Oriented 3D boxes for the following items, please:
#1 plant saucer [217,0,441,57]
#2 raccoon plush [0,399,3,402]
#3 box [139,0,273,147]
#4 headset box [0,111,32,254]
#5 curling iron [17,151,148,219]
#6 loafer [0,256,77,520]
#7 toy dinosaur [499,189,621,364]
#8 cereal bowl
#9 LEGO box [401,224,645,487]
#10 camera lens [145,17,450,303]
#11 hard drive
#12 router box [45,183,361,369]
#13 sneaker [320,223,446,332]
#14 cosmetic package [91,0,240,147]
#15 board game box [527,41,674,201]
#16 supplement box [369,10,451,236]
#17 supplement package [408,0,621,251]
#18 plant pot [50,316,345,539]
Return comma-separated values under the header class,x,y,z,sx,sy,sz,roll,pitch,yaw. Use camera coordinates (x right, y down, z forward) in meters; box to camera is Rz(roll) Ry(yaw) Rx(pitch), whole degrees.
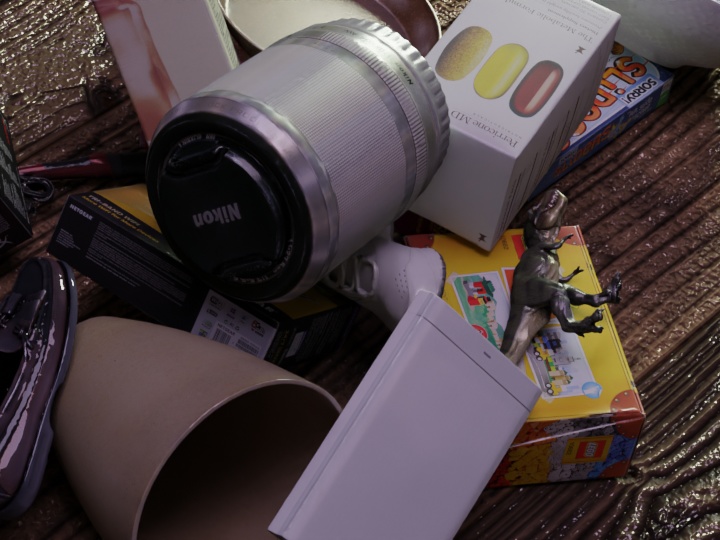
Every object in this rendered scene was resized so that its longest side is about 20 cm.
class,x,y,z,sx,sy,sz,roll,pitch,yaw
plant saucer,-0.032,-0.208,1.803,0.200,0.035,0.201,14,41,-12
raccoon plush,-0.301,0.073,1.615,0.097,0.134,0.200,-31,17,16
box,-0.127,-0.194,1.856,0.102,0.095,0.200,8,40,-1
headset box,-0.343,-0.117,1.678,0.077,0.200,0.149,-28,47,7
curling iron,-0.209,-0.077,1.797,0.199,0.026,0.050,-11,65,-22
loafer,-0.247,0.073,1.528,0.063,0.072,0.201,25,57,-32
toy dinosaur,0.147,0.022,1.648,0.088,0.048,0.200,8,46,18
cereal bowl,0.269,-0.242,1.966,0.200,0.083,0.200,26,19,-10
LEGO box,0.119,0.064,1.687,0.148,0.077,0.200,-3,48,-13
camera lens,-0.046,-0.081,1.580,0.160,0.160,0.200,32,41,19
hard drive,0.035,0.133,1.531,0.027,0.132,0.200,16,69,54
router box,-0.117,0.004,1.669,0.200,0.052,0.157,31,17,17
sneaker,0.000,0.000,1.664,0.087,0.075,0.200,8,16,-28
cosmetic package,-0.143,-0.166,1.700,0.087,0.201,0.103,-19,13,4
board game box,0.165,-0.154,1.924,0.135,0.035,0.200,37,52,23
supplement box,0.037,-0.116,1.832,0.110,0.086,0.200,-33,61,-33
supplement package,0.109,-0.133,1.727,0.113,0.110,0.200,26,49,12
plant pot,-0.139,0.117,1.545,0.187,0.188,0.200,-26,40,-29
